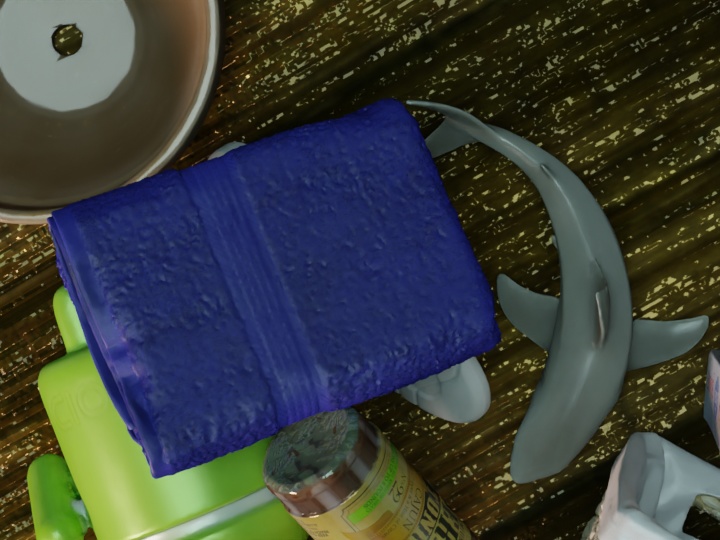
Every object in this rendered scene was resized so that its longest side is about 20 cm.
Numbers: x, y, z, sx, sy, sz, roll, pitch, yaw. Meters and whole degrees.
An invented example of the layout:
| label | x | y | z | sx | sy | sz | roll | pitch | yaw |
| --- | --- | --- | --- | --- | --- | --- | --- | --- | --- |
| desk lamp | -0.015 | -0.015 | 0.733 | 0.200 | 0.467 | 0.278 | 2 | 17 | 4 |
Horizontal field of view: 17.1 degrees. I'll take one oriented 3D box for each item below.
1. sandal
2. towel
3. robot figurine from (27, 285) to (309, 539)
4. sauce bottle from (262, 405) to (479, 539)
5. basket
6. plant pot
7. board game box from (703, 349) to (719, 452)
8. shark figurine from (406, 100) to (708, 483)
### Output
| label | x | y | z | sx | sy | sz | roll | pitch | yaw |
| --- | --- | --- | --- | --- | --- | --- | --- | --- | --- |
| sandal | 0.002 | -0.003 | 1.289 | 0.203 | 0.082 | 0.050 | 44 | 62 | 2 |
| towel | -0.043 | 0.008 | 1.217 | 0.199 | 0.050 | 0.148 | -20 | 78 | -13 |
| robot figurine | -0.098 | 0.092 | 1.276 | 0.175 | 0.116 | 0.201 | -23 | 90 | -2 |
| sauce bottle | 0.030 | 0.150 | 1.254 | 0.065 | 0.065 | 0.200 | -38 | 122 | 6 |
| basket | 0.165 | 0.179 | 1.215 | 0.135 | 0.200 | 0.124 | 29 | 102 | 4 |
| plant pot | -0.167 | -0.126 | 1.285 | 0.200 | 0.093 | 0.202 | 0 | 93 | 5 |
| board game box | 0.275 | 0.071 | 1.194 | 0.199 | 0.200 | 0.041 | 4 | 92 | 5 |
| shark figurine | 0.108 | -0.004 | 1.266 | 0.128 | 0.090 | 0.215 | -18 | 93 | 5 |
